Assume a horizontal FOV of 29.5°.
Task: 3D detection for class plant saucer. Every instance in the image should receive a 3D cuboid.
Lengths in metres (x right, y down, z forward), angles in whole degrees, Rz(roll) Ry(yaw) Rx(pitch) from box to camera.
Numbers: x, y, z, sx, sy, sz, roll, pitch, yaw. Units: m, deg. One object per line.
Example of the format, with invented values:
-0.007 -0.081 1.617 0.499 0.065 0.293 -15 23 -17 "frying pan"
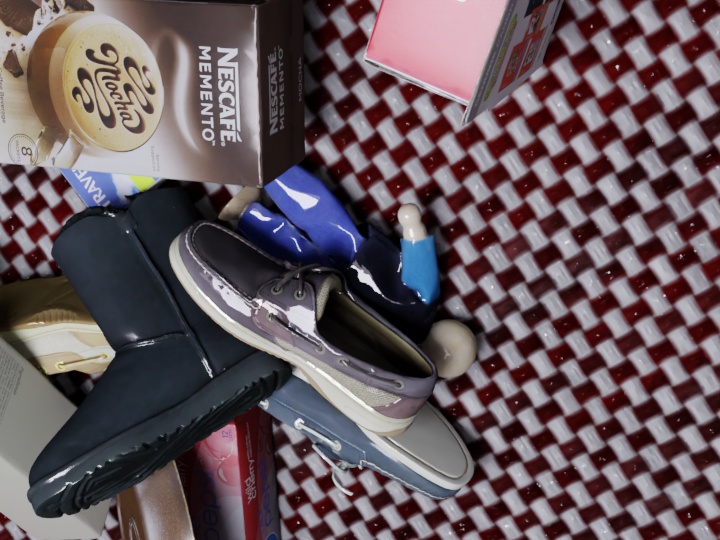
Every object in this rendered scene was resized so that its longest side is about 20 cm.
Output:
-0.150 0.207 1.004 0.032 0.200 0.203 -10 111 -17 "plant saucer"

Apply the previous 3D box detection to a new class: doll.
0.000 0.000 0.933 0.200 0.048 0.137 42 122 3 "doll"

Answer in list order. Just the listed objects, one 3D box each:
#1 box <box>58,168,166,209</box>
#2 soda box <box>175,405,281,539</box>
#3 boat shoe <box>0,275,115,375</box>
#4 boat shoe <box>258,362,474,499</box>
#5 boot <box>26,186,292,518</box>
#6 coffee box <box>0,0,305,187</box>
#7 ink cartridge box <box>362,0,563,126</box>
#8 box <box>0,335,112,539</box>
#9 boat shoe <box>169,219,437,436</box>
-0.158 -0.124 0.953 0.199 0.048 0.123 -36 93 28 "box"
-0.103 0.190 1.039 0.069 0.063 0.203 4 111 20 "soda box"
-0.202 0.041 1.025 0.197 0.075 0.067 -6 131 17 "boat shoe"
-0.013 0.105 0.964 0.198 0.075 0.062 31 116 10 "boat shoe"
-0.166 0.049 0.917 0.169 0.199 0.077 53 160 17 "boot"
-0.138 -0.124 0.872 0.197 0.080 0.115 6 109 18 "coffee box"
0.077 -0.201 0.754 0.083 0.176 0.202 24 116 12 "ink cartridge box"
-0.261 0.121 1.012 0.067 0.083 0.201 -7 140 24 "box"
-0.033 0.026 0.893 0.199 0.072 0.065 39 129 1 "boat shoe"
